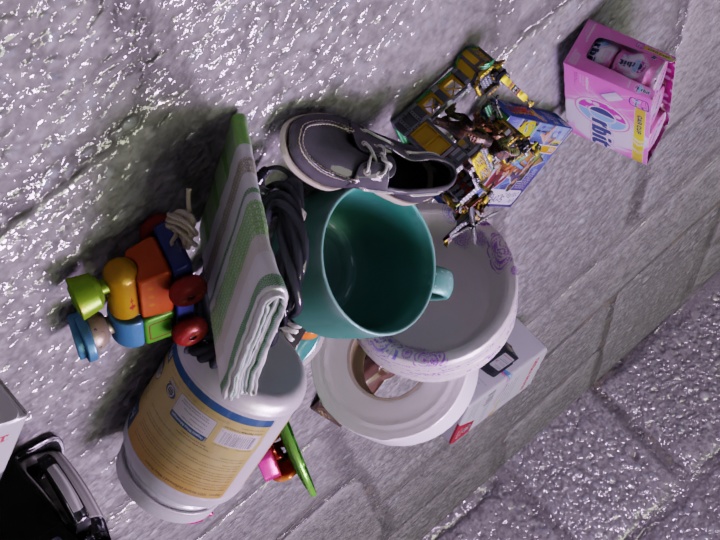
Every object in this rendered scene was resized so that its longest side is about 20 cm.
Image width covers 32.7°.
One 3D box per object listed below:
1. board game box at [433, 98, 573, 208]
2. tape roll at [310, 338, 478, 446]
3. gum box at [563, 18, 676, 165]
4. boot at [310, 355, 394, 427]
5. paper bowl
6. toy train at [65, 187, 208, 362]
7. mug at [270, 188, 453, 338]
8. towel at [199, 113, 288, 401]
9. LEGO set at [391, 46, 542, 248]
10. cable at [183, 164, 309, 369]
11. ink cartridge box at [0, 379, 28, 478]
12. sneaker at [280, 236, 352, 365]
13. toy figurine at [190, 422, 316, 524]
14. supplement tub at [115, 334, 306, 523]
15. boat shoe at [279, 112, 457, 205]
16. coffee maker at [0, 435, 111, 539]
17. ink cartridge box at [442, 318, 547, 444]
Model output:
[{"bbox_3d":[0.171,-0.138,1.497,0.136,0.034,0.200,-52,157,20],"label":"board game box"},{"bbox_3d":[0.043,0.112,1.510,0.202,0.202,0.071,-44,159,1],"label":"tape roll"},{"bbox_3d":[0.311,-0.214,1.483,0.066,0.113,0.200,-60,162,-10],"label":"gum box"},{"bbox_3d":[0.013,0.134,1.708,0.200,0.064,0.187,-37,157,-6],"label":"boot"},{"bbox_3d":[0.082,0.031,1.422,0.200,0.201,0.104,-40,158,-10],"label":"paper bowl"},{"bbox_3d":[-0.196,0.003,1.039,0.115,0.085,0.200,-21,153,-18],"label":"toy train"},{"bbox_3d":[-0.008,0.004,1.241,0.114,0.185,0.152,-6,-140,48],"label":"mug"},{"bbox_3d":[-0.098,-0.012,1.028,0.031,0.201,0.149,4,139,-21],"label":"towel"},{"bbox_3d":[0.130,-0.123,1.292,0.154,0.116,0.200,-36,147,-11],"label":"LEGO set"},{"bbox_3d":[-0.101,0.013,1.119,0.051,0.163,0.200,17,122,-35],"label":"cable"},{"bbox_3d":[-0.377,0.173,1.007,0.145,0.083,0.200,-19,148,-48],"label":"ink cartridge box"},{"bbox_3d":[-0.063,0.033,1.354,0.200,0.071,0.080,-56,157,9],"label":"sneaker"},{"bbox_3d":[-0.168,0.220,1.461,0.183,0.200,0.151,-22,114,-4],"label":"toy figurine"},{"bbox_3d":[-0.160,0.154,1.288,0.144,0.145,0.200,-13,143,-54],"label":"supplement tub"},{"bbox_3d":[0.012,-0.106,1.145,0.063,0.073,0.200,-7,165,43],"label":"boat shoe"},{"bbox_3d":[-0.315,0.295,1.195,0.192,0.200,0.135,-38,158,-14],"label":"coffee maker"},{"bbox_3d":[0.217,0.194,2.159,0.200,0.083,0.146,-32,156,-28],"label":"ink cartridge box"}]
